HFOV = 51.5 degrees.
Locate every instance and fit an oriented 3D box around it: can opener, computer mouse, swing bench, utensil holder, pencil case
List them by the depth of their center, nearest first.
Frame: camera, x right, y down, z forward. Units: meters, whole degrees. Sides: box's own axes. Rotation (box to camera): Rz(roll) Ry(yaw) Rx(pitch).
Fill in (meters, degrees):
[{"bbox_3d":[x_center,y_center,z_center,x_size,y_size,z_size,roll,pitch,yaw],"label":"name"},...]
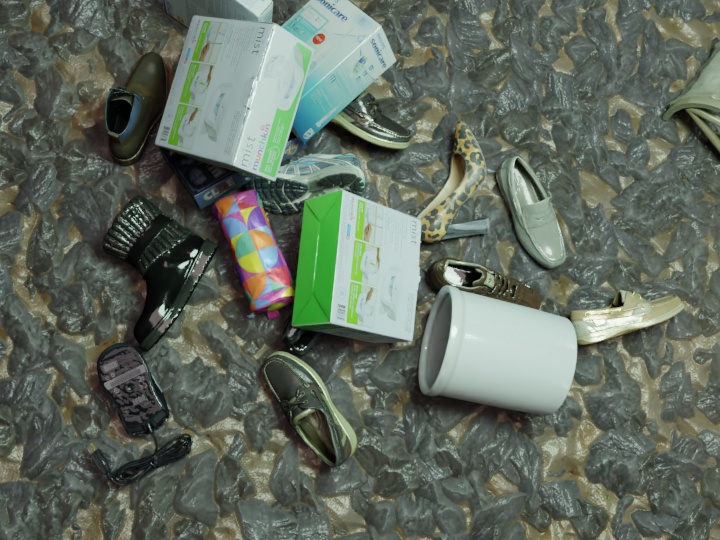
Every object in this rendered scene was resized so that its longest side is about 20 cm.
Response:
[{"bbox_3d":[-0.354,0.218,1.124,0.140,0.046,0.200,-31,89,-8],"label":"computer mouse"},{"bbox_3d":[0.208,0.128,1.157,0.199,0.170,0.171,13,77,-8],"label":"utensil holder"},{"bbox_3d":[-0.167,-0.025,1.178,0.088,0.088,0.201,-19,81,-11],"label":"pencil case"},{"bbox_3d":[-0.057,0.051,1.191,0.063,0.079,0.200,41,63,-6],"label":"can opener"},{"bbox_3d":[0.692,-0.307,1.333,0.200,0.130,0.199,39,76,2],"label":"swing bench"}]

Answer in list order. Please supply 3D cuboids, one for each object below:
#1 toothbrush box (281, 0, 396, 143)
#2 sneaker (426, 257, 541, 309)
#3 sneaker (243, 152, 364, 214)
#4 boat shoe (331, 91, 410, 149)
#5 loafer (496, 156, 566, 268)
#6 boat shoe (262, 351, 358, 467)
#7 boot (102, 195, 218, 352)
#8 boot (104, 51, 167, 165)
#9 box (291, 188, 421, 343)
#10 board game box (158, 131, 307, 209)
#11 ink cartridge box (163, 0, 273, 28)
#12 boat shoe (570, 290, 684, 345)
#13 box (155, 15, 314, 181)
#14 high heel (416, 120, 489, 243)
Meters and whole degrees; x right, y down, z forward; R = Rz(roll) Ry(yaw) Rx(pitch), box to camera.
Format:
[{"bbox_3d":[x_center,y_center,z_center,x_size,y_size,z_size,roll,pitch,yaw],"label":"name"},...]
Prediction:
[{"bbox_3d":[-0.069,-0.323,1.169,0.200,0.085,0.146,-41,59,-2],"label":"toothbrush box"},{"bbox_3d":[0.208,0.031,1.221,0.199,0.076,0.071,15,76,-4],"label":"sneaker"},{"bbox_3d":[-0.091,-0.150,1.230,0.199,0.078,0.087,-3,44,4],"label":"sneaker"},{"bbox_3d":[-0.003,-0.266,1.240,0.199,0.073,0.065,24,118,-3],"label":"boat shoe"},{"bbox_3d":[0.292,-0.099,1.263,0.070,0.070,0.201,-26,83,-12],"label":"loafer"},{"bbox_3d":[-0.081,0.210,1.139,0.073,0.065,0.200,-43,86,20],"label":"boat shoe"},{"bbox_3d":[-0.333,0.004,1.148,0.157,0.079,0.212,29,65,-8],"label":"boot"},{"bbox_3d":[-0.357,-0.275,1.196,0.074,0.097,0.201,13,77,-5],"label":"boot"},{"bbox_3d":[0.000,0.000,1.148,0.176,0.096,0.201,15,74,-42],"label":"box"},{"bbox_3d":[-0.206,-0.198,1.205,0.200,0.035,0.136,-33,58,-13],"label":"board game box"},{"bbox_3d":[-0.231,-0.420,1.193,0.200,0.196,0.043,38,74,1],"label":"ink cartridge box"},{"bbox_3d":[0.444,0.066,1.248,0.199,0.074,0.069,-17,87,-10],"label":"boat shoe"},{"bbox_3d":[-0.184,-0.251,1.079,0.176,0.097,0.201,17,91,35],"label":"box"},{"bbox_3d":[0.136,-0.149,1.249,0.142,0.071,0.201,-7,88,-16],"label":"high heel"}]
